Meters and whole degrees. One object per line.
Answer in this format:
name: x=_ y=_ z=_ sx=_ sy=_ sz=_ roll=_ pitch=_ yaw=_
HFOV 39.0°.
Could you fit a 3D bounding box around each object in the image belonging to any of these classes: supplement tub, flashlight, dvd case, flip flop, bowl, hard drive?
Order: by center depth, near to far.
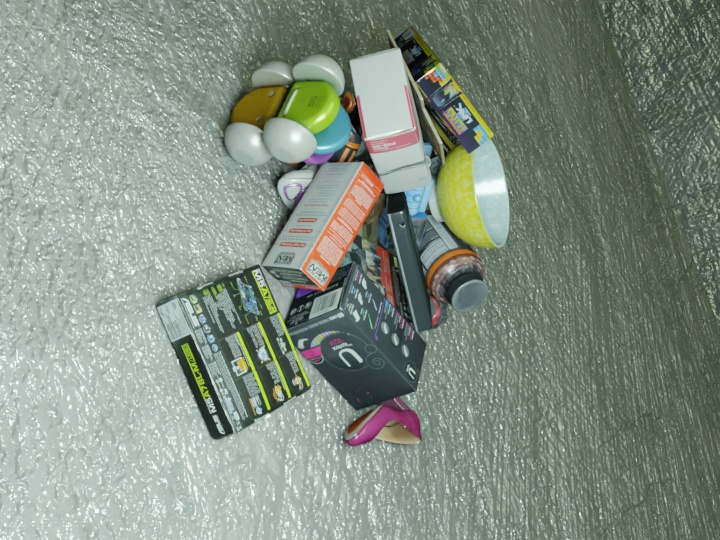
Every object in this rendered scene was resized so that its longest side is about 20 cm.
hard drive: x=0.080 y=-0.016 z=1.643 sx=0.140 sy=0.033 sz=0.201 roll=-85 pitch=161 yaw=-73
dvd case: x=0.000 y=0.000 z=1.671 sx=0.200 sy=0.022 sz=0.146 roll=28 pitch=38 yaw=-32
flip flop: x=0.018 y=-0.103 z=1.699 sx=0.081 sy=0.057 sz=0.200 roll=-47 pitch=151 yaw=-31
flashlight: x=0.078 y=0.075 z=1.759 sx=0.200 sy=0.068 sz=0.068 roll=0 pitch=63 yaw=-56
bowl: x=0.181 y=-0.132 z=1.780 sx=0.200 sy=0.107 sz=0.201 roll=-8 pitch=90 yaw=-65
supplement tub: x=0.152 y=-0.014 z=1.814 sx=0.107 sy=0.107 sz=0.200 roll=33 pitch=18 yaw=-42

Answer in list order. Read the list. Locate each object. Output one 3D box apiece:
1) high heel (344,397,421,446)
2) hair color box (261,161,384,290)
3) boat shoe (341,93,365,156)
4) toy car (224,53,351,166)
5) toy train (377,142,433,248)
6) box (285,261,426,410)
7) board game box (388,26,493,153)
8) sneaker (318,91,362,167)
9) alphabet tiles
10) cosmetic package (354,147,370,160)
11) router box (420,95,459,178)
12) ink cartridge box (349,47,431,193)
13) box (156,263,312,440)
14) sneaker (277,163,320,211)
high heel: x=0.044 y=0.257 z=1.596 sx=0.096 sy=0.067 sz=0.200 roll=57 pitch=29 yaw=3
hair color box: x=-0.056 y=-0.070 z=1.548 sx=0.061 sy=0.101 sz=0.200 roll=45 pitch=65 yaw=-34
boat shoe: x=-0.042 y=-0.272 z=1.737 sx=0.068 sy=0.074 sz=0.199 roll=-11 pitch=52 yaw=-45
toy car: x=-0.098 y=-0.225 z=1.563 sx=0.150 sy=0.199 sz=0.176 roll=45 pitch=57 yaw=-41
toy train: x=0.074 y=-0.138 z=1.771 sx=0.086 sy=0.201 sz=0.114 roll=-3 pitch=36 yaw=-28
box: x=-0.007 y=0.105 z=1.566 sx=0.200 sy=0.122 sz=0.106 roll=48 pitch=37 yaw=-28
board game box: x=0.134 y=-0.307 z=1.717 sx=0.165 sy=0.057 sz=0.200 roll=49 pitch=11 yaw=-30
sneaker: x=-0.058 y=-0.260 z=1.665 sx=0.077 sy=0.112 sz=0.200 roll=-6 pitch=51 yaw=-53
alphabet tiles: x=0.093 y=-0.274 z=1.662 sx=0.167 sy=0.008 sz=0.201 roll=62 pitch=4 yaw=-74
cosmetic package: x=0.033 y=-0.251 z=1.852 sx=0.200 sy=0.101 sz=0.074 roll=-19 pitch=87 yaw=-59
router box: x=0.120 y=-0.280 z=1.856 sx=0.200 sy=0.052 sz=0.158 roll=46 pitch=38 yaw=-32
ink cartridge box: x=0.050 y=-0.227 z=1.592 sx=0.200 sy=0.082 sz=0.147 roll=63 pitch=16 yaw=-67
box: x=-0.169 y=0.107 z=1.401 sx=0.193 sy=0.047 sz=0.201 roll=-26 pitch=93 yaw=-60
sneaker: x=-0.079 y=-0.149 z=1.675 sx=0.200 sy=0.075 sz=0.100 roll=-4 pitch=57 yaw=-57
